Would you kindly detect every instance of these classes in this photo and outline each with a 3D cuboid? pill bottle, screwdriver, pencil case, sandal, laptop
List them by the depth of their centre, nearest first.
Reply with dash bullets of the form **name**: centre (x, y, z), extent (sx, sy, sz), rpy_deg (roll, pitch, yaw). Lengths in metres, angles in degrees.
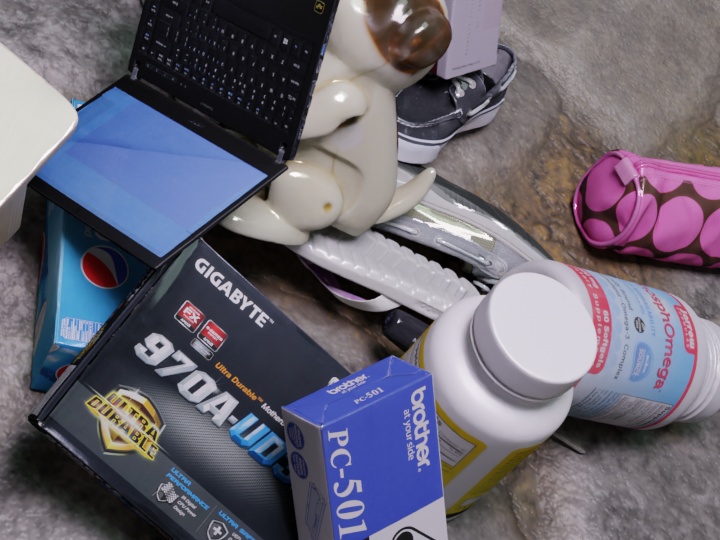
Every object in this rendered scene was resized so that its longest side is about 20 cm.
- **laptop**: centre (-0.127, -0.129, 1.176), extent (0.177, 0.202, 0.103), rpy_deg (31, 22, 36)
- **pill bottle**: centre (0.078, 0.086, 1.232), extent (0.110, 0.200, 0.112), rpy_deg (14, 55, -21)
- **sandal**: centre (-0.001, 0.003, 1.337), extent (0.201, 0.050, 0.083), rpy_deg (27, 24, -9)
- **screwdriver**: centre (0.094, 0.091, 1.339), extent (0.200, 0.028, 0.029), rpy_deg (39, 63, -20)
- **pill bottle**: centre (0.191, 0.061, 1.355), extent (0.199, 0.109, 0.110), rpy_deg (13, 53, -40)
- **pencil case**: centre (0.282, -0.053, 1.504), extent (0.198, 0.094, 0.091), rpy_deg (4, 59, -26)

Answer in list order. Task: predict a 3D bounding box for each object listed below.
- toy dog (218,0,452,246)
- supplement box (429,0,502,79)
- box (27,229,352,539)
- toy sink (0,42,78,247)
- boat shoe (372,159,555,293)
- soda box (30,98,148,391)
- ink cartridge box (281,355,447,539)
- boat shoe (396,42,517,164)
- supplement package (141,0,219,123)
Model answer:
- **toy dog**: centre (-0.010, -0.124, 1.264), extent (0.192, 0.201, 0.140), rpy_deg (19, 27, -16)
- **supplement box**: centre (0.024, -0.239, 1.415), extent (0.061, 0.110, 0.199), rpy_deg (-20, 39, -38)
- **box**: centre (-0.091, 0.099, 1.167), extent (0.200, 0.046, 0.159), rpy_deg (43, 76, -14)
- **toy sink**: centre (-0.293, -0.052, 1.151), extent (0.130, 0.112, 0.200), rpy_deg (39, 69, 0)
- **boat shoe**: centre (0.069, -0.029, 1.397), extent (0.201, 0.065, 0.074), rpy_deg (28, 12, -14)
- **soda box**: centre (-0.184, -0.015, 1.241), extent (0.064, 0.068, 0.202), rpy_deg (12, 55, -19)
- **ink cartridge box**: centre (0.008, 0.166, 1.159), extent (0.094, 0.202, 0.044), rpy_deg (-22, 28, -34)
- **boat shoe**: centre (0.068, -0.141, 1.426), extent (0.072, 0.068, 0.200), rpy_deg (43, 33, 16)
- **supplement package**: centre (-0.097, -0.229, 1.394), extent (0.116, 0.117, 0.201), rpy_deg (-5, 62, -31)
